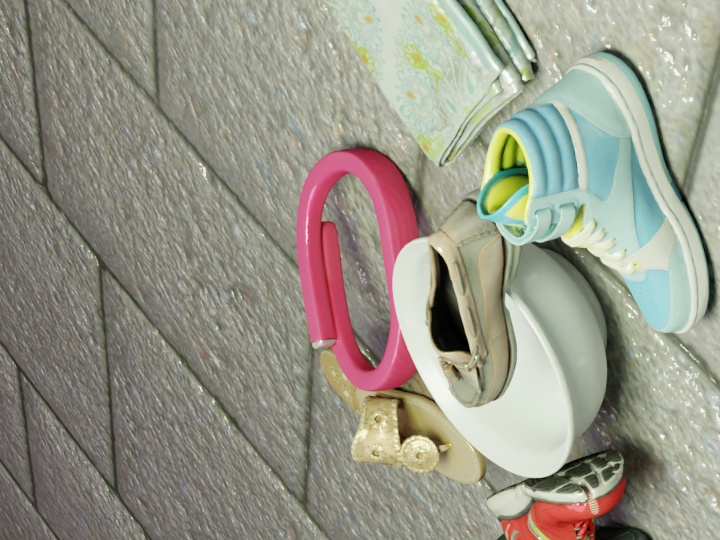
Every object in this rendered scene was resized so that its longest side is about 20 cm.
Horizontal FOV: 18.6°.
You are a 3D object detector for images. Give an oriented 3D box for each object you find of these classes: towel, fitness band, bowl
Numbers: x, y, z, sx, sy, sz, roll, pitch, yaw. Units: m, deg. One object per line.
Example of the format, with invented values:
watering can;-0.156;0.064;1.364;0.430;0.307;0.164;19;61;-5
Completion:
towel;0.038;-0.185;1.588;0.200;0.048;0.171;58;156;7
fitness band;0.000;0.000;1.806;0.143;0.037;0.201;-19;78;57
bowl;0.119;0.046;1.628;0.201;0.090;0.202;42;149;33

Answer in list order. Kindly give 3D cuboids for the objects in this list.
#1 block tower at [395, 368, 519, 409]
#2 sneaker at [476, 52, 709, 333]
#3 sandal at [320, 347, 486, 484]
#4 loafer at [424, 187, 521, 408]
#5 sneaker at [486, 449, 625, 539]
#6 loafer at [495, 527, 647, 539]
block tower;0.078;0.077;1.800;0.058;0.054;0.200;60;157;3
sneaker;0.145;-0.028;1.442;0.079;0.130;0.201;4;121;61
sandal;0.015;0.135;1.838;0.212;0.069;0.078;36;147;44
loafer;0.068;0.028;1.526;0.072;0.063;0.201;41;148;31
sneaker;0.161;0.190;1.665;0.200;0.077;0.085;135;114;-74
loafer;0.174;0.246;1.783;0.063;0.072;0.200;59;156;-12
